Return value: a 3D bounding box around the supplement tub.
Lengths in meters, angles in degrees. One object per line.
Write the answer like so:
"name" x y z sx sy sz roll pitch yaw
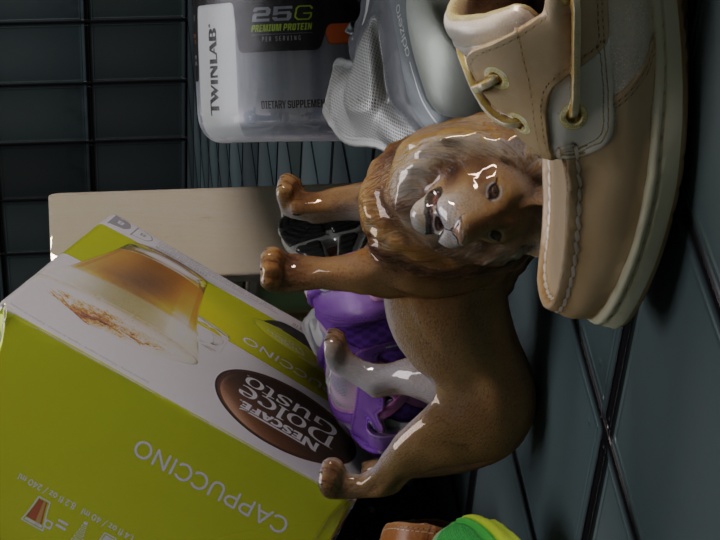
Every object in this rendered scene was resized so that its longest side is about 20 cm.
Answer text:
"supplement tub" -0.021 -0.163 0.992 0.123 0.121 0.202 -147 54 -81

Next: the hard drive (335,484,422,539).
"hard drive" -0.027 0.218 1.142 0.201 0.038 0.140 -63 -3 -20

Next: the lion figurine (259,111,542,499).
"lion figurine" 0.033 0.020 0.804 0.201 0.121 0.073 73 -157 -45

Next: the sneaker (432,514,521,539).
"sneaker" 0.042 0.183 0.759 0.074 0.083 0.202 101 166 -62

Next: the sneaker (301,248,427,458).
"sneaker" 0.017 0.040 0.968 0.200 0.080 0.089 98 162 -76

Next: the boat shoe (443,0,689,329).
"boat shoe" 0.058 -0.076 0.608 0.074 0.068 0.202 -107 17 -63

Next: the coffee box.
"coffee box" -0.114 0.122 1.099 0.201 0.198 0.198 -62 -2 16

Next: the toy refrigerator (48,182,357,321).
"toy refrigerator" -0.094 -0.003 1.300 0.076 0.198 0.071 103 163 -60

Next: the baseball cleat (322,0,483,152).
"baseball cleat" 0.013 -0.119 0.855 0.107 0.069 0.201 -49 34 33

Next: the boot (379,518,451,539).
"boot" 0.026 0.197 0.992 0.200 0.073 0.156 114 161 -81

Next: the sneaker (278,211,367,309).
"sneaker" 0.000 0.000 1.135 0.200 0.076 0.086 -99 -4 -84
